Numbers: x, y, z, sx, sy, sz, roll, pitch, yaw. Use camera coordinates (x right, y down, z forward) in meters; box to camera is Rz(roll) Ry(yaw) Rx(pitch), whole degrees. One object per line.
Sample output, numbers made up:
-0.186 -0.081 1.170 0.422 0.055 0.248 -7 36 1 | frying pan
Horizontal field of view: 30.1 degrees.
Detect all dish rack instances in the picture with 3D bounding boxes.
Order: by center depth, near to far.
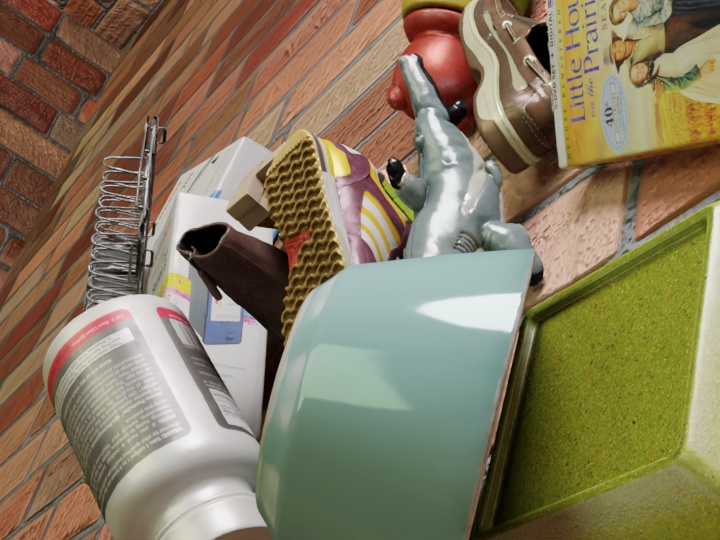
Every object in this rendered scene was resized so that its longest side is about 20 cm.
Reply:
-0.188 -0.017 1.055 0.201 0.054 0.154 107 165 -48 | dish rack

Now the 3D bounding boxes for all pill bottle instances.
-0.127 0.119 0.883 0.111 0.110 0.200 -50 50 18 | pill bottle

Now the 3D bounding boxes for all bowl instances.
0.014 0.076 0.658 0.201 0.104 0.202 13 -90 -83 | bowl

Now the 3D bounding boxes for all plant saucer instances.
0.125 0.061 0.629 0.199 0.048 0.201 -36 29 47 | plant saucer

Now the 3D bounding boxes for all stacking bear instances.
0.080 -0.210 1.087 0.114 0.121 0.201 135 152 -74 | stacking bear

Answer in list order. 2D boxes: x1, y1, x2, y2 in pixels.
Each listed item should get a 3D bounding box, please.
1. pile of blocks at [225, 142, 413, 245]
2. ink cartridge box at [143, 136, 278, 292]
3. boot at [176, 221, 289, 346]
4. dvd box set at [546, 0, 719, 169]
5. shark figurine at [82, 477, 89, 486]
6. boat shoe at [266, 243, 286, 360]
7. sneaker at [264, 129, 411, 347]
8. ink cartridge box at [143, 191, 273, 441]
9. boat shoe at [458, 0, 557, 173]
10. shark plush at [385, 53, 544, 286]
-0.008 -0.048 0.964 0.062 0.082 0.199 -38 -19 30 | pile of blocks
-0.159 -0.043 1.440 0.200 0.086 0.147 -16 45 61 | ink cartridge box
-0.058 0.014 0.967 0.073 0.166 0.200 -60 17 -10 | boot
0.169 -0.139 0.750 0.200 0.029 0.148 177 89 -67 | dvd box set
-0.120 0.182 0.938 0.090 0.128 0.215 -45 21 2 | shark figurine
-0.054 0.027 1.117 0.201 0.063 0.074 127 148 -48 | boat shoe
0.000 0.000 0.844 0.075 0.090 0.201 -41 45 39 | sneaker
-0.132 0.060 1.087 0.145 0.087 0.201 128 151 -58 | ink cartridge box
0.121 -0.146 0.949 0.075 0.075 0.203 -33 34 22 | boat shoe
0.053 -0.053 0.847 0.091 0.083 0.202 -21 65 53 | shark plush
